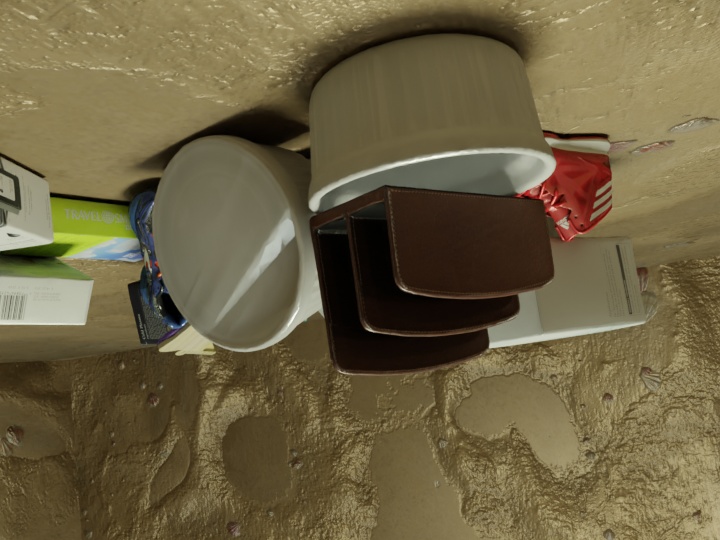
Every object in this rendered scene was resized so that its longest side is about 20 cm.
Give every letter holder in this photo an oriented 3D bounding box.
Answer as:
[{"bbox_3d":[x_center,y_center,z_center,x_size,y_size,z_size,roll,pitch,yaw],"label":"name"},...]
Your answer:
[{"bbox_3d":[0.072,0.014,0.601,0.200,0.142,0.100,-1,170,-40],"label":"letter holder"}]

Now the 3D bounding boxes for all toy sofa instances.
[{"bbox_3d":[-0.184,0.028,0.900,0.200,0.083,0.097,-39,151,29],"label":"toy sofa"}]

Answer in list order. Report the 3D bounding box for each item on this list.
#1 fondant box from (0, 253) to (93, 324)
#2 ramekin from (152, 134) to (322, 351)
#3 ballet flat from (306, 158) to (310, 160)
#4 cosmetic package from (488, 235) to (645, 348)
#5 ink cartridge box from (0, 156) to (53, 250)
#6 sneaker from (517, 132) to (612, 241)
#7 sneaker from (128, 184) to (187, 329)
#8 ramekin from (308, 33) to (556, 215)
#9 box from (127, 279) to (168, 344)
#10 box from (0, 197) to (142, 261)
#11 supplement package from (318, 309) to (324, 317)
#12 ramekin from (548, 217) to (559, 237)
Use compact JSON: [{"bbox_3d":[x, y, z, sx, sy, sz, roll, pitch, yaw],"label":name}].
[{"bbox_3d":[-0.423,0.009,0.805,0.144,0.058,0.200,5,-169,-46],"label":"fondant box"},{"bbox_3d":[-0.101,-0.030,0.674,0.202,0.203,0.094,-14,-178,38],"label":"ramekin"},{"bbox_3d":[-0.066,-0.087,0.771,0.075,0.068,0.200,13,167,-22],"label":"ballet flat"},{"bbox_3d":[0.226,0.034,0.924,0.200,0.123,0.199,-1,169,-33],"label":"cosmetic package"},{"bbox_3d":[-0.369,-0.064,0.595,0.116,0.068,0.200,-9,172,3],"label":"ink cartridge box"},{"bbox_3d":[0.211,-0.091,0.793,0.200,0.116,0.078,-7,171,-16],"label":"sneaker"},{"bbox_3d":[-0.218,-0.014,0.808,0.075,0.078,0.200,-18,137,-24],"label":"sneaker"},{"bbox_3d":[0.051,-0.110,0.571,0.200,0.098,0.200,-8,173,-1],"label":"ramekin"},{"bbox_3d":[-0.230,0.042,1.117,0.182,0.104,0.200,-5,-170,33],"label":"box"},{"bbox_3d":[-0.326,-0.046,0.834,0.122,0.048,0.200,-13,171,37],"label":"box"},{"bbox_3d":[0.000,0.000,0.925,0.117,0.117,0.200,-45,-157,-17],"label":"supplement package"},{"bbox_3d":[0.206,-0.069,0.987,0.200,0.105,0.200,-8,173,-1],"label":"ramekin"}]
